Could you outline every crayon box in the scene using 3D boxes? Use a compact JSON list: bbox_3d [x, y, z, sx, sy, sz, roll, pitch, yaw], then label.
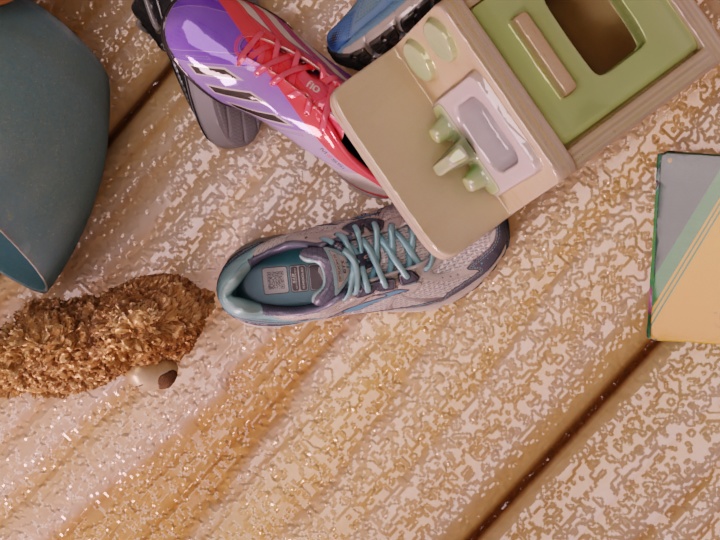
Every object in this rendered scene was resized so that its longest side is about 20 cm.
[{"bbox_3d":[0.283,-0.010,1.431,0.198,0.058,0.120,4,94,10],"label":"crayon box"}]

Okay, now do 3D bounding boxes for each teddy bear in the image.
[{"bbox_3d":[-0.187,0.056,1.477,0.198,0.145,0.067,-7,70,12],"label":"teddy bear"}]

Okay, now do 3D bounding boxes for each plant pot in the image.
[{"bbox_3d":[-0.238,-0.100,1.466,0.200,0.200,0.135,37,77,6],"label":"plant pot"}]

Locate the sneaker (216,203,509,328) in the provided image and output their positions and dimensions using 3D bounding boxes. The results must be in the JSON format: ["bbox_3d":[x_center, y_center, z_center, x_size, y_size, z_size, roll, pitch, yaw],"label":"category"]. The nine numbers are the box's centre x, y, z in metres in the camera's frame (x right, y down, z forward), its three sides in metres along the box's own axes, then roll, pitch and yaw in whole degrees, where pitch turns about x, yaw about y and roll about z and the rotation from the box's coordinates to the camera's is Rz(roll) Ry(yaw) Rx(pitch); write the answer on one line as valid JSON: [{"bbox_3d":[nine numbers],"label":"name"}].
[{"bbox_3d":[0.000,0.000,1.469,0.199,0.086,0.078,-16,91,11],"label":"sneaker"}]

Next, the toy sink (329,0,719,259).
[{"bbox_3d":[0.101,-0.119,1.388,0.199,0.112,0.131,-35,90,-17],"label":"toy sink"}]

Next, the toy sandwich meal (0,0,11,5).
[{"bbox_3d":[-0.231,-0.238,1.453,0.204,0.206,0.071,-16,120,11],"label":"toy sandwich meal"}]

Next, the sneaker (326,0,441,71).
[{"bbox_3d":[0.048,-0.212,1.465,0.200,0.078,0.090,-47,66,7],"label":"sneaker"}]

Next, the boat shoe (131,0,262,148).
[{"bbox_3d":[-0.114,-0.177,1.494,0.071,0.072,0.202,-7,97,35],"label":"boat shoe"}]

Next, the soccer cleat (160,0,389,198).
[{"bbox_3d":[-0.035,-0.113,1.439,0.199,0.073,0.068,36,82,-18],"label":"soccer cleat"}]
